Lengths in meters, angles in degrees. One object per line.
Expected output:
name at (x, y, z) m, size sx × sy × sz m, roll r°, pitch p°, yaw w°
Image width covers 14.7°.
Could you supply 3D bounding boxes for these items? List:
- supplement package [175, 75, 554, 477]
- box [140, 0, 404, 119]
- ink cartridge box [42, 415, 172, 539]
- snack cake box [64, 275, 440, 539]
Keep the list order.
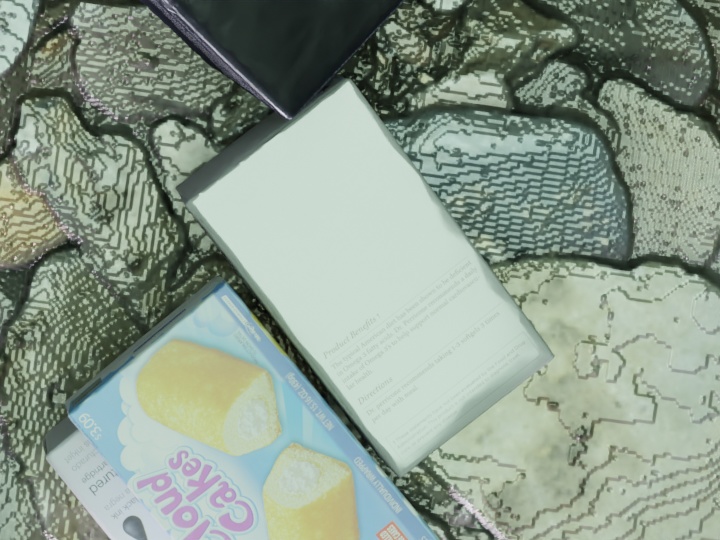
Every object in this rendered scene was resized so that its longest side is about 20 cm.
supplement package at (0.000, 0.000, 1.607) m, size 0.117 × 0.117 × 0.200 m, roll -37°, pitch 98°, yaw -2°
box at (-0.034, -0.206, 1.538) m, size 0.200 × 0.197 × 0.124 m, roll -46°, pitch 111°, yaw -1°
ink cartridge box at (-0.067, 0.134, 1.626) m, size 0.145 × 0.084 × 0.200 m, roll -39°, pitch 98°, yaw -3°
snack cake box at (-0.058, 0.116, 1.550) m, size 0.115 × 0.067 × 0.200 m, roll -40°, pitch 98°, yaw -3°
